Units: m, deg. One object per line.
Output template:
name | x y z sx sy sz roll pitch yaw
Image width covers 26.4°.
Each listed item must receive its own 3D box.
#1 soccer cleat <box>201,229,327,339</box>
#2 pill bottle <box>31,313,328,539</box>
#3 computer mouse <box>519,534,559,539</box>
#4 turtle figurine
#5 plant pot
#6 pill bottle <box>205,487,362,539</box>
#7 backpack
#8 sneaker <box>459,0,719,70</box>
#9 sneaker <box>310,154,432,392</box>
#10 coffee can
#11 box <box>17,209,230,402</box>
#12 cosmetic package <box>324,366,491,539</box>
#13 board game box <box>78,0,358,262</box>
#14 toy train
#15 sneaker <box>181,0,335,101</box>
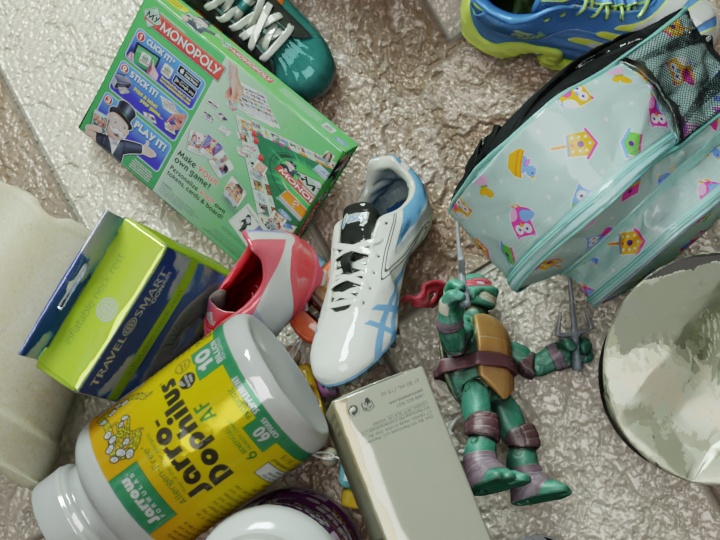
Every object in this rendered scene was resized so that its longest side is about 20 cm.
soccer cleat | -0.099 0.057 1.157 0.201 0.076 0.067 -59 41 16
pill bottle | -0.131 0.131 1.089 0.199 0.113 0.113 -35 81 7
computer mouse | 0.184 0.275 1.130 0.199 0.044 0.110 36 92 10
turtle figurine | 0.103 0.067 1.136 0.148 0.100 0.203 8 65 -34
plant pot | -0.275 0.040 1.160 0.199 0.201 0.185 27 78 10
pill bottle | -0.059 0.219 1.090 0.111 0.200 0.114 0 88 6
backpack | 0.167 -0.066 1.068 0.199 0.176 0.154 -24 77 -35
sneaker | 0.169 -0.188 1.142 0.197 0.105 0.077 1 85 9
sneaker | 0.000 0.000 1.126 0.071 0.073 0.201 -11 43 33
coffee can | 0.239 0.071 1.060 0.144 0.200 0.149 -1 85 8
box | -0.158 0.036 1.122 0.047 0.200 0.123 31 90 19
cosmetic package | 0.044 0.178 1.079 0.072 0.104 0.202 -19 79 -8
board game box | -0.113 -0.104 1.188 0.199 0.029 0.135 40 117 10
toy train | -0.003 0.090 1.169 0.150 0.056 0.200 -43 80 3
sneaker | -0.102 -0.210 1.197 0.200 0.080 0.071 44 92 9
